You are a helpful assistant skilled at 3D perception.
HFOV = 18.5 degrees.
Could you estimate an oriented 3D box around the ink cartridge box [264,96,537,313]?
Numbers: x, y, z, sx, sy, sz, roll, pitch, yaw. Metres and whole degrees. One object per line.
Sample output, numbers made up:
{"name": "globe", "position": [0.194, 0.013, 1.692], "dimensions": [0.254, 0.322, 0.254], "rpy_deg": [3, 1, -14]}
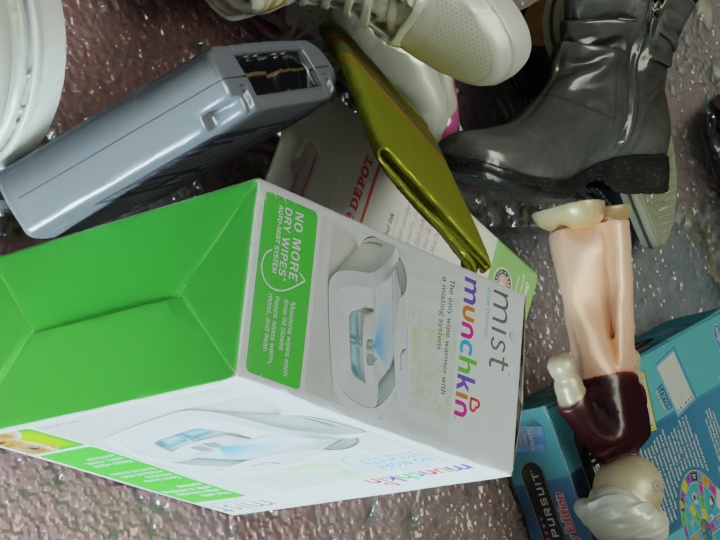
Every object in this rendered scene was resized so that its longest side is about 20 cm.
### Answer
{"name": "ink cartridge box", "position": [0.000, 0.000, 1.202], "dimensions": [0.200, 0.067, 0.117], "rpy_deg": [41, 52, -31]}

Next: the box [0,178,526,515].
{"name": "box", "position": [-0.054, 0.042, 1.042], "dimensions": [0.176, 0.200, 0.097], "rpy_deg": [24, 64, -40]}

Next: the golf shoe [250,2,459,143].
{"name": "golf shoe", "position": [-0.021, -0.142, 1.229], "dimensions": [0.091, 0.075, 0.200], "rpy_deg": [-39, 102, -31]}

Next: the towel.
{"name": "towel", "position": [0.018, -0.065, 1.117], "dimensions": [0.086, 0.018, 0.200], "rpy_deg": [46, 10, -23]}

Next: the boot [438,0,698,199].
{"name": "boot", "position": [0.115, -0.111, 1.265], "dimensions": [0.200, 0.070, 0.132], "rpy_deg": [-6, 106, -51]}

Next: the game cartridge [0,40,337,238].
{"name": "game cartridge", "position": [-0.092, -0.062, 1.046], "dimensions": [0.041, 0.133, 0.200], "rpy_deg": [58, 14, 1]}

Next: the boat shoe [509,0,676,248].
{"name": "boat shoe", "position": [0.144, -0.092, 1.382], "dimensions": [0.200, 0.062, 0.075], "rpy_deg": [54, 43, -36]}

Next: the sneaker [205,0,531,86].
{"name": "sneaker", "position": [-0.016, -0.143, 1.127], "dimensions": [0.200, 0.074, 0.116], "rpy_deg": [39, 46, 4]}

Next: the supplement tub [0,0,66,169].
{"name": "supplement tub", "position": [-0.238, -0.093, 0.930], "dimensions": [0.200, 0.145, 0.146], "rpy_deg": [-10, 86, -46]}

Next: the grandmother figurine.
{"name": "grandmother figurine", "position": [0.140, 0.062, 1.266], "dimensions": [0.121, 0.060, 0.201], "rpy_deg": [0, 79, -52]}

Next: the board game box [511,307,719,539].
{"name": "board game box", "position": [0.178, 0.125, 1.364], "dimensions": [0.200, 0.047, 0.151], "rpy_deg": [-23, 95, -46]}

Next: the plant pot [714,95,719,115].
{"name": "plant pot", "position": [0.360, -0.044, 1.506], "dimensions": [0.200, 0.200, 0.199], "rpy_deg": [-28, 108, -46]}
